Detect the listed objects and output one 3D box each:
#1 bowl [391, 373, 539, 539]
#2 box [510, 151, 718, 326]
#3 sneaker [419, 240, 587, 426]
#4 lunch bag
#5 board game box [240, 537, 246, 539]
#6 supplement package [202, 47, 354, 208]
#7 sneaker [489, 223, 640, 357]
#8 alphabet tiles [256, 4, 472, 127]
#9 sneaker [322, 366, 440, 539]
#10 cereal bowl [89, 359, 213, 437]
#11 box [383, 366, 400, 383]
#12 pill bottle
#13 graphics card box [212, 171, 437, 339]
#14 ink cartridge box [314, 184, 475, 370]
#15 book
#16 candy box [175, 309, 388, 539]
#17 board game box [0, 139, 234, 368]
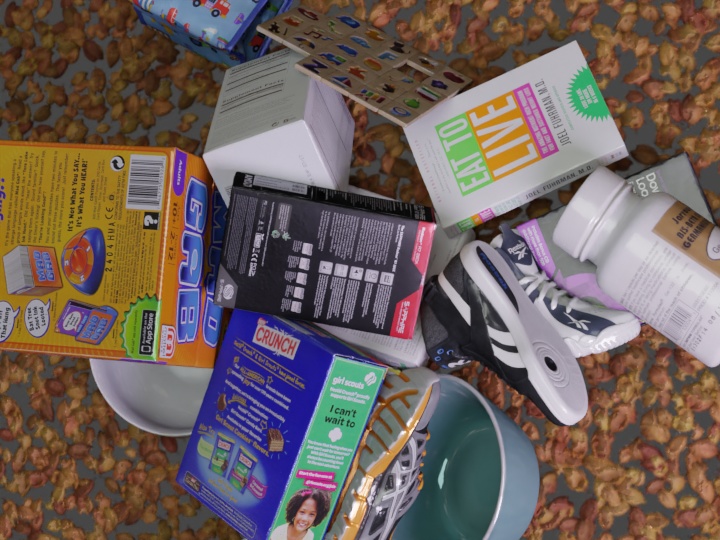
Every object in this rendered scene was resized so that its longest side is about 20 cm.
[{"bbox_3d":[0.100,0.209,1.596,0.200,0.104,0.203,-14,70,44],"label":"bowl"},{"bbox_3d":[0.266,-0.015,1.623,0.199,0.036,0.144,-25,81,12],"label":"box"},{"bbox_3d":[0.129,0.082,1.541,0.112,0.073,0.201,-43,66,32],"label":"sneaker"},{"bbox_3d":[-0.139,-0.334,1.738,0.150,0.094,0.201,28,82,16],"label":"lunch bag"},{"bbox_3d":[-0.076,0.313,1.659,0.199,0.105,0.104,-32,80,12],"label":"board game box"},{"bbox_3d":[-0.078,-0.133,1.628,0.109,0.201,0.114,-17,118,13],"label":"supplement package"},{"bbox_3d":[0.174,0.017,1.586,0.197,0.079,0.131,-3,97,33],"label":"sneaker"},{"bbox_3d":[-0.002,-0.216,1.649,0.199,0.167,0.008,30,122,15],"label":"alphabet tiles"},{"bbox_3d":[0.029,0.184,1.546,0.201,0.077,0.078,-62,31,13],"label":"sneaker"},{"bbox_3d":[-0.184,0.077,1.714,0.198,0.083,0.202,-1,86,15],"label":"cereal bowl"},{"bbox_3d":[-0.045,0.161,1.635,0.200,0.075,0.050,-38,49,32],"label":"box"},{"bbox_3d":[0.288,-0.009,1.539,0.199,0.114,0.115,36,96,14],"label":"pill bottle"},{"bbox_3d":[-0.036,-0.013,1.542,0.198,0.051,0.127,9,112,-5],"label":"graphics card box"},{"bbox_3d":[0.000,0.000,1.665,0.198,0.050,0.162,18,73,17],"label":"ink cartridge box"},{"bbox_3d":[0.156,-0.131,1.636,0.199,0.048,0.135,-25,61,9],"label":"book"},{"bbox_3d":[-0.080,0.149,1.564,0.169,0.077,0.202,28,101,48],"label":"candy box"},{"bbox_3d":[-0.244,-0.012,1.592,0.198,0.200,0.202,4,86,16],"label":"board game box"}]
